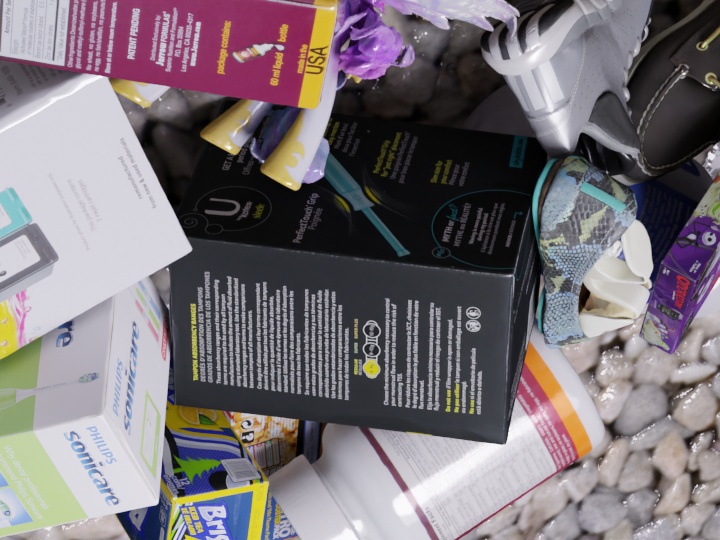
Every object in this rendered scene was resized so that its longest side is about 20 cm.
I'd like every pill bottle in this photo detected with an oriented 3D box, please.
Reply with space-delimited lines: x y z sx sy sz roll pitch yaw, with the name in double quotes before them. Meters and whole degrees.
"pill bottle" 0.046 0.116 1.766 0.200 0.110 0.110 -33 133 -4
"pill bottle" 0.158 -0.037 1.777 0.200 0.112 0.112 25 109 -39

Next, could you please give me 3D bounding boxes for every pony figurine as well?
"pony figurine" -0.023 -0.152 1.567 0.193 0.167 0.200 29 91 -11

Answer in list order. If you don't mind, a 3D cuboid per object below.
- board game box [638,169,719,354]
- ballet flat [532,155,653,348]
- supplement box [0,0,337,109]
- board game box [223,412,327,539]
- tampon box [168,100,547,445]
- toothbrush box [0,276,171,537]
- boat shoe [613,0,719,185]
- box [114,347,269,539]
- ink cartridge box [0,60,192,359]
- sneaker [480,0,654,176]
"board game box" 0.236 -0.053 1.703 0.200 0.032 0.120 -56 172 -19
"ballet flat" 0.139 0.002 1.643 0.074 0.074 0.200 -31 157 -6
"supplement box" -0.109 -0.163 1.435 0.200 0.110 0.086 9 144 -3
"board game box" -0.003 0.096 1.830 0.200 0.046 0.152 -11 127 -23
"tampon box" 0.000 0.000 1.634 0.200 0.150 0.126 7 126 9
"toothbrush box" -0.216 0.073 1.579 0.200 0.146 0.086 -14 134 14
"boat shoe" 0.222 -0.124 1.724 0.201 0.061 0.072 -48 124 -31
"box" -0.124 0.099 1.659 0.064 0.200 0.070 -8 126 -25
"ink cartridge box" -0.227 -0.048 1.529 0.200 0.147 0.146 -29 133 -6
"sneaker" 0.140 -0.117 1.661 0.200 0.075 0.116 -38 109 -54
